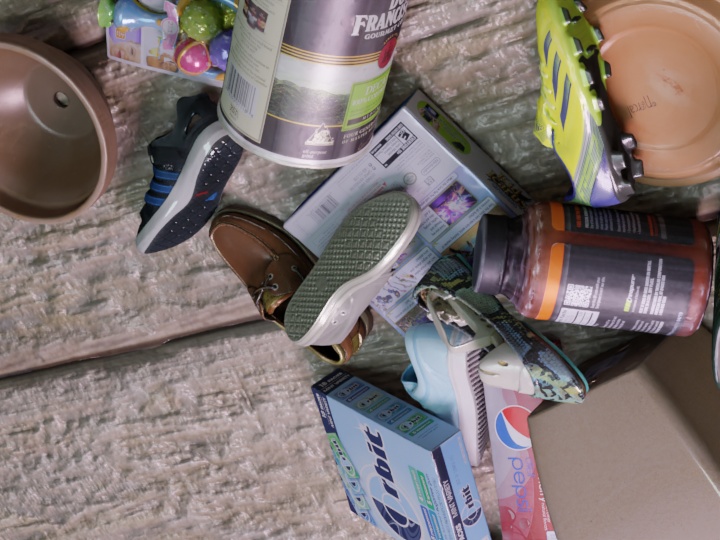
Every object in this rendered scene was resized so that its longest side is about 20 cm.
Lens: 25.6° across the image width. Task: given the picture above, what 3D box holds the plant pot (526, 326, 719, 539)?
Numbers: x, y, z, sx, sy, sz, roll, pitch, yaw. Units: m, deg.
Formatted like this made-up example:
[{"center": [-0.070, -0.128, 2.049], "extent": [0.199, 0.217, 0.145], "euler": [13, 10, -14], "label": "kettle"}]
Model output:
[{"center": [0.272, 0.160, 1.456], "extent": [0.200, 0.200, 0.177], "euler": [-29, 93, 36], "label": "plant pot"}]

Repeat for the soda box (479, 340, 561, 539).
[{"center": [0.168, 0.172, 1.545], "extent": [0.063, 0.070, 0.200], "euler": [-3, 101, 26], "label": "soda box"}]

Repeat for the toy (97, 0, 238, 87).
[{"center": [-0.158, -0.221, 1.494], "extent": [0.200, 0.047, 0.115], "euler": [17, 128, 15], "label": "toy"}]

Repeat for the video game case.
[{"center": [0.054, -0.045, 1.509], "extent": [0.181, 0.045, 0.200], "euler": [44, 129, -6], "label": "video game case"}]

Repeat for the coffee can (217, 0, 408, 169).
[{"center": [-0.038, -0.211, 1.381], "extent": [0.146, 0.146, 0.200], "euler": [23, 128, 10], "label": "coffee can"}]

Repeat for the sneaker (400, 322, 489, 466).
[{"center": [0.085, 0.117, 1.570], "extent": [0.082, 0.074, 0.200], "euler": [11, 138, 21], "label": "sneaker"}]

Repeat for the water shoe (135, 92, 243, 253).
[{"center": [-0.179, -0.097, 1.586], "extent": [0.079, 0.071, 0.200], "euler": [57, 133, 19], "label": "water shoe"}]

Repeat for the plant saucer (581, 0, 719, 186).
[{"center": [0.253, -0.159, 1.349], "extent": [0.200, 0.032, 0.201], "euler": [13, 125, 19], "label": "plant saucer"}]

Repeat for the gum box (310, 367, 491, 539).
[{"center": [0.043, 0.207, 1.619], "extent": [0.200, 0.045, 0.170], "euler": [22, 137, 49], "label": "gum box"}]

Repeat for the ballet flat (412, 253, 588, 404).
[{"center": [0.118, 0.066, 1.426], "extent": [0.200, 0.074, 0.074], "euler": [44, 138, 37], "label": "ballet flat"}]

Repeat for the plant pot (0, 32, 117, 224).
[{"center": [-0.321, -0.155, 1.587], "extent": [0.201, 0.093, 0.201], "euler": [12, 125, 17], "label": "plant pot"}]

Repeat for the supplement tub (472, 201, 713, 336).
[{"center": [0.201, -0.005, 1.393], "extent": [0.200, 0.107, 0.107], "euler": [7, 126, -2], "label": "supplement tub"}]

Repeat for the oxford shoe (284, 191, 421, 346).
[{"center": [0.000, 0.000, 1.504], "extent": [0.058, 0.075, 0.200], "euler": [12, 130, -36], "label": "oxford shoe"}]

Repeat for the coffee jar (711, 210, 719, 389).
[{"center": [0.336, 0.013, 1.313], "extent": [0.085, 0.200, 0.104], "euler": [3, 125, 12], "label": "coffee jar"}]

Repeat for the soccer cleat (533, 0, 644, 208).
[{"center": [0.175, -0.141, 1.338], "extent": [0.084, 0.065, 0.200], "euler": [-7, 118, 32], "label": "soccer cleat"}]

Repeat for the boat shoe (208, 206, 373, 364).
[{"center": [-0.076, 0.014, 1.595], "extent": [0.200, 0.068, 0.072], "euler": [37, 131, 0], "label": "boat shoe"}]
